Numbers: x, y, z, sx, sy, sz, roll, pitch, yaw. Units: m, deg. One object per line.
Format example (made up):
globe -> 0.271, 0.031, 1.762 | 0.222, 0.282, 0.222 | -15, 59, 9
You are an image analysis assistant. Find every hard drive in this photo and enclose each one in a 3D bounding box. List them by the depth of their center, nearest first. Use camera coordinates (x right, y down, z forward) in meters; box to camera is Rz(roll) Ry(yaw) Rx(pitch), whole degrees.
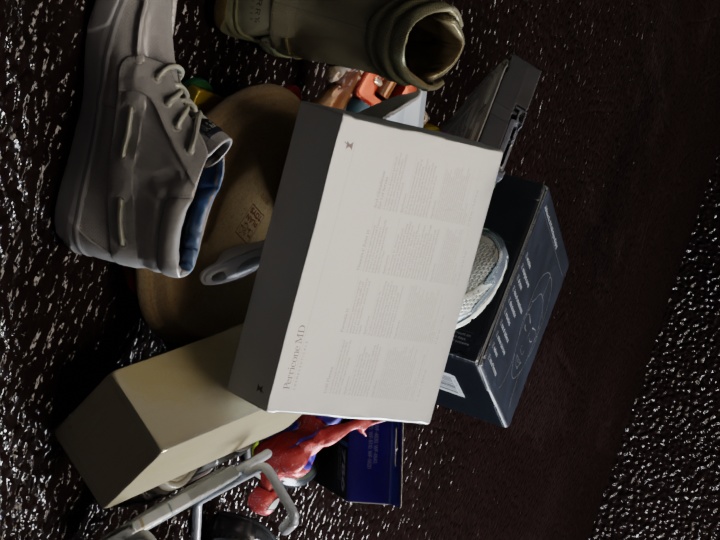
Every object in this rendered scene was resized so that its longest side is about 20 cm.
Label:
hard drive -> 0.081, -0.088, 1.579 | 0.200, 0.038, 0.140 | -45, -161, 53

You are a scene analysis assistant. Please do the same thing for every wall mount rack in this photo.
wall mount rack -> -0.138, 0.207, 1.269 | 0.200, 0.075, 0.174 | -26, 173, -42

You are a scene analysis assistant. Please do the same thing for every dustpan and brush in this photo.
dustpan and brush -> -0.030, -0.035, 1.227 | 0.199, 0.057, 0.140 | -18, 134, -24

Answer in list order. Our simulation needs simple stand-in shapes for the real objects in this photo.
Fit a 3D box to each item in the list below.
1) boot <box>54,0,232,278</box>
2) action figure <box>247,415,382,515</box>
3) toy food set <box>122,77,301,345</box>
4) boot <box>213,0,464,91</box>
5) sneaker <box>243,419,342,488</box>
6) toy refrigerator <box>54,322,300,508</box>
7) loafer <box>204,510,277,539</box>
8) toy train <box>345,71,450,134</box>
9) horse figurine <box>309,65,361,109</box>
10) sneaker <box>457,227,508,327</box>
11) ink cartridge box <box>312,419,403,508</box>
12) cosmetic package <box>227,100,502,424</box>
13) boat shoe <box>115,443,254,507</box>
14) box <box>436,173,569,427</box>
boot -> -0.117, -0.097, 1.076 | 0.074, 0.095, 0.201 | -19, 124, -67
action figure -> -0.023, 0.105, 1.364 | 0.200, 0.065, 0.052 | -51, 120, -21
toy food set -> -0.093, -0.041, 1.234 | 0.200, 0.049, 0.199 | 17, 98, -63
boot -> 0.002, -0.172, 1.257 | 0.200, 0.154, 0.072 | -9, 114, -69
sneaker -> -0.053, 0.125, 1.472 | 0.200, 0.081, 0.074 | 78, 34, -55
toy refrigerator -> -0.108, 0.088, 1.215 | 0.076, 0.070, 0.200 | -44, 165, 35
loafer -> -0.100, 0.272, 1.481 | 0.201, 0.068, 0.071 | 89, 16, -50
toy train -> -0.002, -0.091, 1.486 | 0.150, 0.056, 0.201 | 24, 93, -45
horse figurine -> -0.049, -0.064, 1.374 | 0.133, 0.050, 0.201 | -41, 141, -48
sneaker -> 0.038, 0.031, 1.496 | 0.200, 0.078, 0.086 | -32, 177, 5
ink cartridge box -> -0.005, 0.141, 1.510 | 0.200, 0.039, 0.100 | 176, -84, -76
cosmetic package -> 0.004, -0.001, 1.198 | 0.150, 0.052, 0.201 | 9, 99, -44
boat shoe -> -0.132, 0.123, 1.306 | 0.067, 0.057, 0.200 | 64, 22, -1
box -> 0.116, 0.025, 1.798 | 0.197, 0.123, 0.200 | -66, 159, -17
